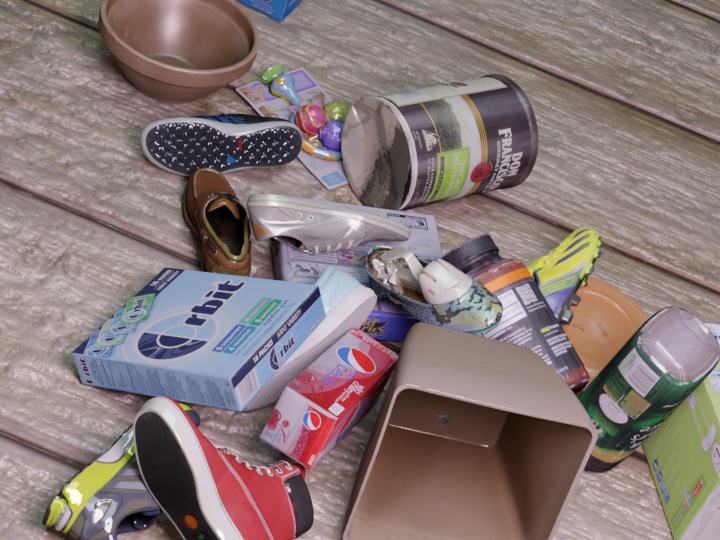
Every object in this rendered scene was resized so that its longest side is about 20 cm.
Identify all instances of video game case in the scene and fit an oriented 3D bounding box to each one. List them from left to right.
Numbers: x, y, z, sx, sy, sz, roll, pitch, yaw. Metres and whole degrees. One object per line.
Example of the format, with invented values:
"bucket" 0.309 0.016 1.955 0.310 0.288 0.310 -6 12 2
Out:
"video game case" 0.000 0.000 1.826 0.200 0.045 0.181 7 42 -16

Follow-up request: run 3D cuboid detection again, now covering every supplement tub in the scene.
"supplement tub" 0.160 0.062 1.740 0.107 0.107 0.200 -19 74 -37

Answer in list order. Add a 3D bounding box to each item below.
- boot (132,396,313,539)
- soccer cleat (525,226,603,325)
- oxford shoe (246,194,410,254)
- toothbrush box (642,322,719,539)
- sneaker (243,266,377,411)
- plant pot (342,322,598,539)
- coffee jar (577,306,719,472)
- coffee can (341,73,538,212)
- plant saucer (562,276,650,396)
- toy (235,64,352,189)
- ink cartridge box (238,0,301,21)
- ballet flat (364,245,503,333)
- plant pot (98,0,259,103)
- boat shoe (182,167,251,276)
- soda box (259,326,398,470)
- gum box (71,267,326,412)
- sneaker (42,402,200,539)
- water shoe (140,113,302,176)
"boot" -0.124 0.186 1.505 0.144 0.072 0.200 -39 105 -46
"soccer cleat" 0.227 0.001 1.859 0.084 0.065 0.200 24 41 8
"oxford shoe" -0.038 -0.045 1.787 0.200 0.075 0.058 8 84 -26
"toothbrush box" 0.379 0.177 1.716 0.086 0.146 0.200 6 42 -18
"sneaker" -0.076 0.069 1.684 0.082 0.074 0.200 38 57 21
"plant pot" 0.103 0.165 1.592 0.200 0.200 0.177 14 29 -8
"coffee jar" 0.292 0.131 1.688 0.085 0.200 0.104 46 49 12
"coffee can" 0.098 -0.157 1.961 0.200 0.146 0.146 -14 52 -33
"plant saucer" 0.267 0.072 1.871 0.200 0.032 0.200 11 41 -10
"toy" -0.054 -0.195 2.013 0.115 0.047 0.200 -23 56 -37
"ink cartridge box" -0.131 -0.464 2.156 0.146 0.200 0.084 29 41 9
"ballet flat" 0.070 0.015 1.691 0.074 0.074 0.200 -17 21 -36
"plant pot" -0.234 -0.276 1.992 0.201 0.093 0.201 12 42 -11
"boat shoe" -0.155 -0.058 1.806 0.072 0.068 0.200 -1 44 -21
"soda box" -0.028 0.128 1.615 0.063 0.070 0.200 31 23 10
"gum box" -0.163 0.066 1.615 0.200 0.045 0.170 7 35 30
"sneaker" -0.214 0.201 1.513 0.081 0.074 0.200 43 47 4
"water shoe" -0.173 -0.155 1.922 0.200 0.072 0.079 1 17 -20
